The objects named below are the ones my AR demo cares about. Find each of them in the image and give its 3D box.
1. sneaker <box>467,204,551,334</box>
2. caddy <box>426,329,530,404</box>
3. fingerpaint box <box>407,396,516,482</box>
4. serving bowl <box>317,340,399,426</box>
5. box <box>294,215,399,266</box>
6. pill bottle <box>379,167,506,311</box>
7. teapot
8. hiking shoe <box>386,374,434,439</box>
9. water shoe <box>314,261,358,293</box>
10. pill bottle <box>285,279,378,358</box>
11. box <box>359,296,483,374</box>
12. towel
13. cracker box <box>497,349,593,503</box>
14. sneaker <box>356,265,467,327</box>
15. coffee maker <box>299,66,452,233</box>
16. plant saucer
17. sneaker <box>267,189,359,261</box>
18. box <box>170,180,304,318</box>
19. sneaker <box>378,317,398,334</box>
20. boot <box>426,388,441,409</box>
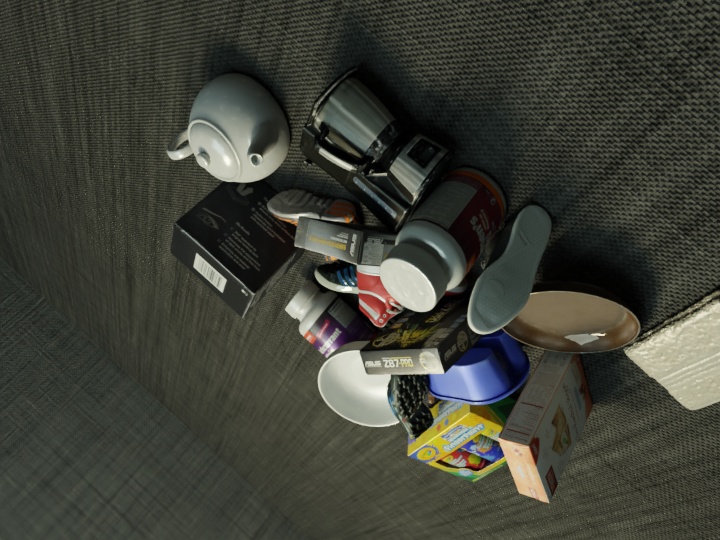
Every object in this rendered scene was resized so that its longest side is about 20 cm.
[{"bbox_3d":[0.194,0.011,0.901,0.070,0.202,0.099,31,158,0],"label":"sneaker"},{"bbox_3d":[0.190,0.157,1.108,0.197,0.141,0.106,-1,126,48],"label":"caddy"},{"bbox_3d":[0.209,0.308,1.222,0.164,0.074,0.200,26,133,-19],"label":"fingerpaint box"},{"bbox_3d":[0.019,0.209,1.262,0.195,0.066,0.204,7,126,9],"label":"serving bowl"},{"bbox_3d":[0.020,-0.041,1.011,0.156,0.197,0.050,16,98,46],"label":"box"},{"bbox_3d":[0.115,-0.044,0.904,0.108,0.201,0.111,27,145,21],"label":"pill bottle"},{"bbox_3d":[-0.229,-0.226,1.118,0.197,0.146,0.200,41,148,2],"label":"teapot"},{"bbox_3d":[0.071,0.214,1.138,0.086,0.074,0.203,37,152,39],"label":"hiking shoe"},{"bbox_3d":[0.000,0.000,1.219,0.196,0.071,0.081,15,117,30],"label":"water shoe"},{"bbox_3d":[-0.058,0.117,1.354,0.199,0.112,0.112,42,147,2],"label":"pill bottle"},{"bbox_3d":[0.115,0.103,1.054,0.159,0.199,0.050,-6,108,42],"label":"box"},{"bbox_3d":[0.460,0.110,0.865,0.132,0.035,0.201,42,148,5],"label":"towel"},{"bbox_3d":[0.298,0.238,1.028,0.057,0.201,0.136,6,134,42],"label":"cracker box"},{"bbox_3d":[0.084,0.044,1.105,0.195,0.071,0.116,11,109,23],"label":"sneaker"},{"bbox_3d":[0.020,-0.166,0.960,0.199,0.135,0.192,41,171,4],"label":"coffee maker"},{"bbox_3d":[0.296,0.065,0.934,0.195,0.033,0.202,12,152,6],"label":"plant saucer"},{"bbox_3d":[-0.085,-0.076,1.196,0.197,0.078,0.114,18,139,33],"label":"sneaker"},{"bbox_3d":[-0.225,-0.057,1.253,0.196,0.200,0.118,41,147,2],"label":"box"},{"bbox_3d":[0.117,0.184,1.292,0.199,0.075,0.117,41,154,22],"label":"sneaker"},{"bbox_3d":[0.214,0.298,1.300,0.095,0.076,0.201,-4,138,39],"label":"boot"}]
